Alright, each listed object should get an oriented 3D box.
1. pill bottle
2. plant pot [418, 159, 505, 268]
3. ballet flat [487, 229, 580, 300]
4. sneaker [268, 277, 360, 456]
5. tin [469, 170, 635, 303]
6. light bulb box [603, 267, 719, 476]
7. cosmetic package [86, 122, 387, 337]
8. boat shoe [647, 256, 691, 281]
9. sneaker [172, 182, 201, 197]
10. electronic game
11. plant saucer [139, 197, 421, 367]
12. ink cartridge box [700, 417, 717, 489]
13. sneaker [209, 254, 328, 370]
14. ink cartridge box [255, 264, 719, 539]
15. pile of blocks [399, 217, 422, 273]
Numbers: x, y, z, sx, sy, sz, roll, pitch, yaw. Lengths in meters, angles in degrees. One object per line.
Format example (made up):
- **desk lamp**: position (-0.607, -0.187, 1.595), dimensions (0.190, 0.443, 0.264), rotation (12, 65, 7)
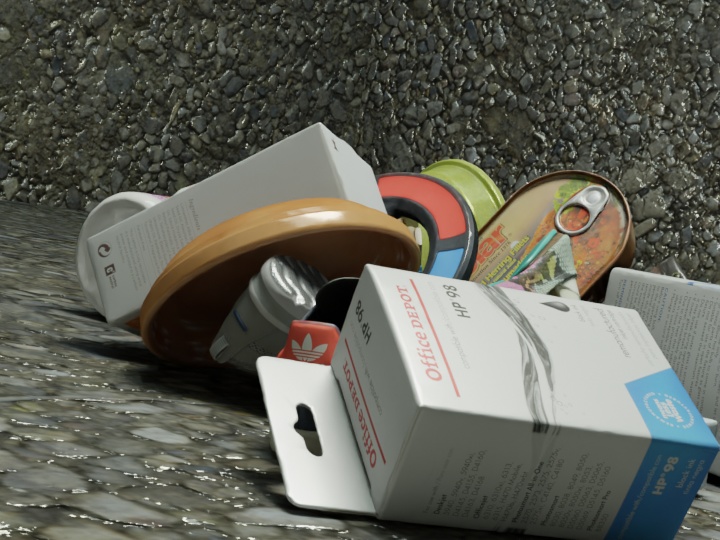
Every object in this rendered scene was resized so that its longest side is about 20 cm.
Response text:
- **pill bottle**: position (-0.154, -0.008, 1.292), dimensions (0.111, 0.114, 0.199), rotation (12, 4, 28)
- **plant pot**: position (0.034, -0.011, 1.512), dimensions (0.182, 0.204, 0.199), rotation (-6, 12, -37)
- **ballet flat**: position (0.116, 0.030, 0.998), dimensions (0.071, 0.069, 0.200), rotation (42, 29, 11)
- **sneaker**: position (0.007, 0.042, 0.827), dimensions (0.074, 0.086, 0.200), rotation (6, 12, 16)
- **tin**: position (0.127, 0.008, 1.108), dimensions (0.112, 0.200, 0.042), rotation (39, -11, 34)
- **light bulb box**: position (0.299, 0.082, 1.024), dimensions (0.196, 0.127, 0.199), rotation (9, 2, -27)
- **cosmetic package**: position (-0.085, -0.020, 1.043), dimensions (0.198, 0.072, 0.101), rotation (-26, -22, 14)
- **boat shoe**: position (0.312, 0.066, 1.231), dimensions (0.200, 0.065, 0.073), rotation (46, 13, 25)
- **sneaker**: position (-0.069, -0.042, 1.238), dimensions (0.104, 0.076, 0.199), rotation (-25, -27, 27)
- **electronic game**: position (0.000, 0.000, 1.129), dimensions (0.198, 0.201, 0.042), rotation (12, -32, 42)
- **plant saucer**: position (-0.057, 0.007, 0.983), dimensions (0.197, 0.038, 0.201), rotation (-15, -24, -7)
- **ink cartridge box**: position (0.098, 0.094, 0.859), dimensions (0.159, 0.048, 0.199), rotation (12, 2, 39)
- **sneaker**: position (-0.024, 0.053, 0.963), dimensions (0.199, 0.082, 0.075), rotation (32, 24, -47)
- **ink cartridge box**: position (0.058, 0.063, 0.695), dimensions (0.197, 0.067, 0.116), rotation (9, 31, -20)
- **pile of blocks**: position (0.020, 0.014, 1.192), dimensions (0.061, 0.083, 0.201), rotation (0, 37, -2)
